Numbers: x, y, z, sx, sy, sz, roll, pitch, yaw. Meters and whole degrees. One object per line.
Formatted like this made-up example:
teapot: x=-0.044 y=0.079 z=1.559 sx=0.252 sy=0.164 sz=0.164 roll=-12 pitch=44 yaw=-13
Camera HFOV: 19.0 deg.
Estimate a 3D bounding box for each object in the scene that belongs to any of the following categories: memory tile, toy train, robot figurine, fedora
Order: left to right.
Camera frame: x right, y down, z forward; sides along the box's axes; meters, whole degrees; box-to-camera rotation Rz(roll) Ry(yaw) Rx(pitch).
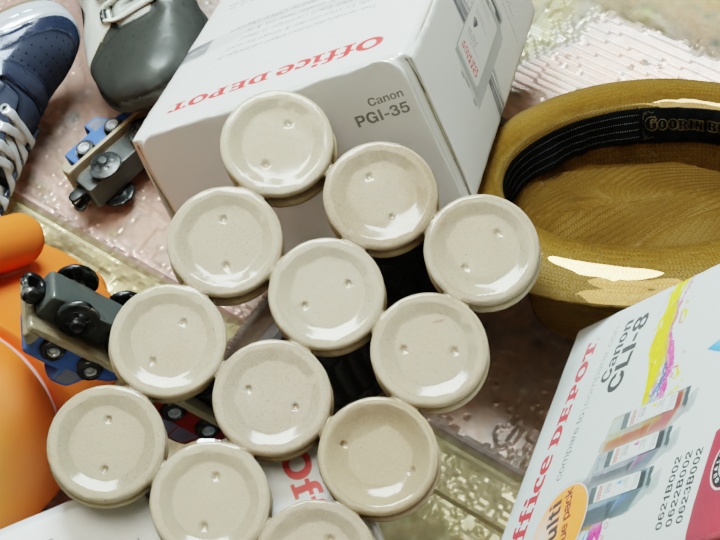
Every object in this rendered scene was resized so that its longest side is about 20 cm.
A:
robot figurine: x=-0.177 y=0.055 z=0.998 sx=0.116 sy=0.200 sz=0.144 roll=41 pitch=114 yaw=-5
toy train: x=-0.076 y=0.054 z=0.961 sx=0.046 sy=0.199 sz=0.034 roll=-40 pitch=38 yaw=26
toy train: x=-0.088 y=-0.106 z=1.162 sx=0.200 sy=0.034 sz=0.046 roll=-44 pitch=54 yaw=-16
memory tile: x=-0.025 y=0.033 z=0.893 sx=0.152 sy=0.017 sz=0.201 roll=26 pitch=72 yaw=11
fedora: x=0.138 y=-0.015 z=0.999 sx=0.199 sy=0.082 sz=0.201 roll=-5 pitch=34 yaw=3

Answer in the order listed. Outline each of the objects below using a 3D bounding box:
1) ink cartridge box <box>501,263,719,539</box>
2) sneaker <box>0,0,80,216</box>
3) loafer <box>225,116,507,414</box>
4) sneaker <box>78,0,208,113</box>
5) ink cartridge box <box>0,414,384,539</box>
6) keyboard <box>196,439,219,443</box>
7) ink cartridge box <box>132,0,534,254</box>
ink cartridge box: x=0.168 y=0.091 z=0.843 sx=0.144 sy=0.200 sz=0.146 roll=32 pitch=62 yaw=-15
sneaker: x=-0.202 y=-0.047 z=1.130 sx=0.200 sy=0.070 sz=0.108 roll=-46 pitch=53 yaw=-8
loafer: x=0.000 y=0.000 z=1.057 sx=0.200 sy=0.073 sz=0.071 roll=-46 pitch=39 yaw=-19
sneaker: x=-0.131 y=-0.170 z=1.164 sx=0.074 sy=0.089 sz=0.201 roll=-22 pitch=45 yaw=11
ink cartridge box: x=-0.077 y=0.165 z=0.901 sx=0.198 sy=0.084 sz=0.147 roll=-21 pitch=70 yaw=-4
keyboard: x=-0.046 y=0.160 z=0.991 sx=0.056 sy=0.011 sz=0.201 roll=-10 pitch=56 yaw=8
ink cartridge box: x=-0.007 y=-0.095 z=1.039 sx=0.145 sy=0.083 sz=0.201 roll=-16 pitch=27 yaw=23
